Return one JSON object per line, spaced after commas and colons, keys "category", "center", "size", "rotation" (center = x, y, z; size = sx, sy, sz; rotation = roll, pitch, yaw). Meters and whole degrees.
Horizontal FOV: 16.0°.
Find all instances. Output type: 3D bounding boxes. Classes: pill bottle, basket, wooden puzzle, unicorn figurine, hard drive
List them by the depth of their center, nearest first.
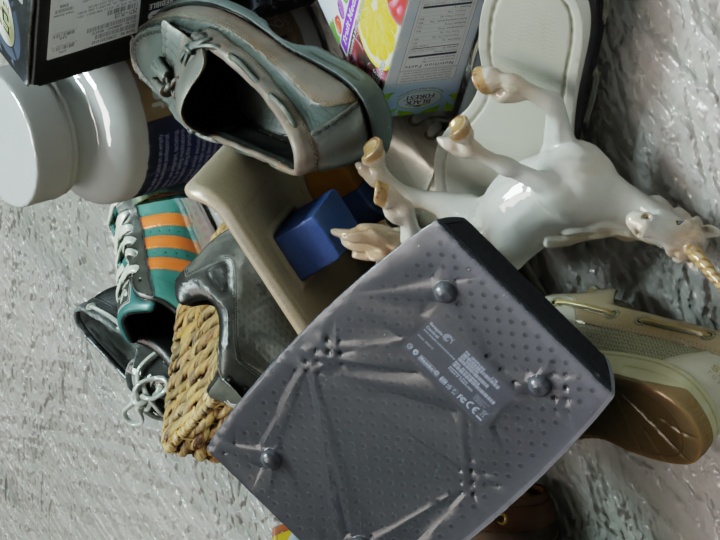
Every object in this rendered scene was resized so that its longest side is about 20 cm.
{"category": "unicorn figurine", "center": [0.086, -0.034, 1.283], "size": [0.137, 0.074, 0.200], "rotation": [36, 153, -24]}
{"category": "hard drive", "center": [0.026, 0.069, 1.290], "size": [0.135, 0.042, 0.200], "rotation": [44, 124, -1]}
{"category": "wooden puzzle", "center": [0.000, 0.000, 1.406], "size": [0.046, 0.185, 0.200], "rotation": [-35, 98, 20]}
{"category": "pill bottle", "center": [-0.128, -0.104, 1.535], "size": [0.111, 0.199, 0.111], "rotation": [33, 133, 45]}
{"category": "basket", "center": [-0.024, 0.038, 1.598], "size": [0.200, 0.148, 0.143], "rotation": [133, 147, -60]}

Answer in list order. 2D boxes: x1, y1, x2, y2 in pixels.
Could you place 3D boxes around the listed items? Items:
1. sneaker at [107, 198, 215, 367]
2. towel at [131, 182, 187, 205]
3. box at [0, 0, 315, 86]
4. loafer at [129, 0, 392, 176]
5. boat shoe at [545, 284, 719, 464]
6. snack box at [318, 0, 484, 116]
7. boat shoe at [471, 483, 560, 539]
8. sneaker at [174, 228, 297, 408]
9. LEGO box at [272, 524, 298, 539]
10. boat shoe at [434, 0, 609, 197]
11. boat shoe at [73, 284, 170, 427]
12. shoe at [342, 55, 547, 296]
{"category": "sneaker", "center": [-0.140, -0.001, 1.760], "size": [0.200, 0.080, 0.071], "rotation": [57, 150, 23]}
{"category": "towel", "center": [-0.150, -0.140, 1.656], "size": [0.201, 0.022, 0.147], "rotation": [70, -163, 1]}
{"category": "box", "center": [-0.142, -0.211, 1.492], "size": [0.164, 0.199, 0.086], "rotation": [50, 146, 32]}
{"category": "loafer", "center": [-0.069, -0.097, 1.373], "size": [0.200, 0.063, 0.072], "rotation": [23, 131, 45]}
{"category": "boat shoe", "center": [0.119, 0.044, 1.323], "size": [0.200, 0.065, 0.072], "rotation": [14, 139, 49]}
{"category": "snack box", "center": [0.008, -0.200, 1.352], "size": [0.142, 0.053, 0.200], "rotation": [108, 146, -49]}
{"category": "boat shoe", "center": [0.030, 0.128, 1.512], "size": [0.199, 0.072, 0.068], "rotation": [18, 120, 26]}
{"category": "sneaker", "center": [-0.036, 0.063, 1.442], "size": [0.200, 0.090, 0.066], "rotation": [58, 179, 3]}
{"category": "LEGO box", "center": [0.000, 0.242, 1.587], "size": [0.200, 0.077, 0.150], "rotation": [-106, 0, -82]}
{"category": "boat shoe", "center": [0.085, -0.094, 1.314], "size": [0.074, 0.060, 0.200], "rotation": [20, 139, 13]}
{"category": "boat shoe", "center": [-0.138, 0.077, 1.824], "size": [0.199, 0.068, 0.074], "rotation": [49, 146, 34]}
{"category": "shoe", "center": [0.051, -0.043, 1.415], "size": [0.053, 0.070, 0.201], "rotation": [-21, 94, 36]}
